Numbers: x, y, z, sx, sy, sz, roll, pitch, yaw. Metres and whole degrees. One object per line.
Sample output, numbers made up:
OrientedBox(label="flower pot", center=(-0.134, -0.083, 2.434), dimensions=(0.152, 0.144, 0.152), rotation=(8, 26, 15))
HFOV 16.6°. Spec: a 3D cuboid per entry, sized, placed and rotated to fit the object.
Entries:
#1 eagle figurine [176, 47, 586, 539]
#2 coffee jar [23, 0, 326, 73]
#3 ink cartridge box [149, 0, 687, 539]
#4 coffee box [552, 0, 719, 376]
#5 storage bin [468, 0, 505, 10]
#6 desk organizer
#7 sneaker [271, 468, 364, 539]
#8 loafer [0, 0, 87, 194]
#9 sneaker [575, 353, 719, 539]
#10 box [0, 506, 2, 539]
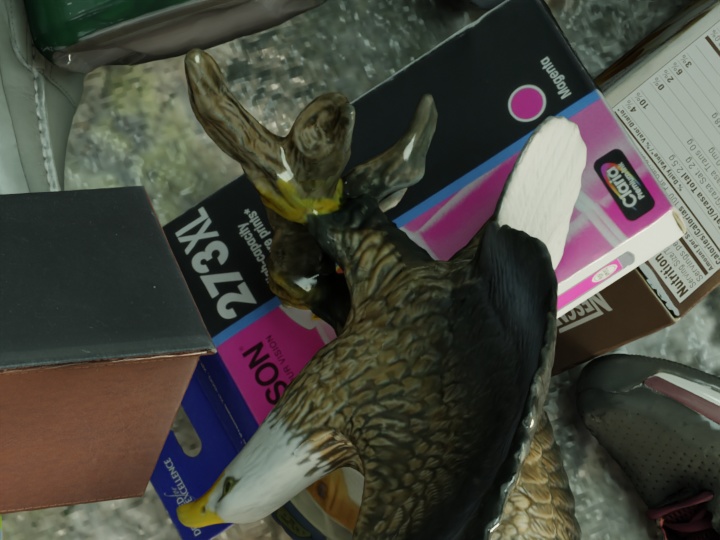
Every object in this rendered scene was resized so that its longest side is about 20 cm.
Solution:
OrientedBox(label="eagle figurine", center=(0.016, 0.051, 0.713), dimensions=(0.151, 0.151, 0.200), rotation=(8, 41, -42))
OrientedBox(label="coffee jar", center=(-0.079, -0.174, 0.811), dimensions=(0.104, 0.085, 0.201), rotation=(-17, 86, 13))
OrientedBox(label="ink cartridge box", center=(0.000, 0.000, 0.820), dimensions=(0.200, 0.037, 0.095), rotation=(-34, 70, 6))
OrientedBox(label="coffee box", center=(0.134, -0.057, 0.923), dimensions=(0.200, 0.114, 0.080), rotation=(-39, 92, -24))
OrientedBox(label="storage bin", center=(0.078, -0.200, 0.922), dimensions=(0.145, 0.134, 0.201), rotation=(-21, 84, -57))
OrientedBox(label="desk organizer", center=(-0.154, 0.031, 0.751), dimensions=(0.199, 0.077, 0.072), rotation=(-5, 49, -29))
OrientedBox(label="sneaker", center=(0.038, 0.092, 0.855), dimensions=(0.088, 0.075, 0.200), rotation=(-30, 76, -31))
OrientedBox(label="loafer", center=(-0.120, -0.080, 0.853), dimensions=(0.069, 0.070, 0.201), rotation=(-13, 81, -15))
OrientedBox(label="sneaker", center=(0.144, 0.125, 0.903), dimensions=(0.200, 0.076, 0.116), rotation=(36, 70, -11))
OrientedBox(label="box", center=(-0.170, 0.120, 0.751), dimensions=(0.121, 0.048, 0.201), rotation=(7, 47, -19))
